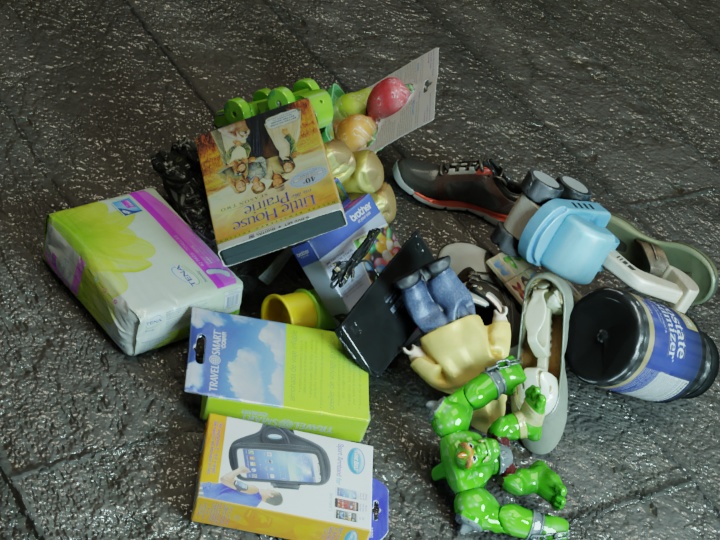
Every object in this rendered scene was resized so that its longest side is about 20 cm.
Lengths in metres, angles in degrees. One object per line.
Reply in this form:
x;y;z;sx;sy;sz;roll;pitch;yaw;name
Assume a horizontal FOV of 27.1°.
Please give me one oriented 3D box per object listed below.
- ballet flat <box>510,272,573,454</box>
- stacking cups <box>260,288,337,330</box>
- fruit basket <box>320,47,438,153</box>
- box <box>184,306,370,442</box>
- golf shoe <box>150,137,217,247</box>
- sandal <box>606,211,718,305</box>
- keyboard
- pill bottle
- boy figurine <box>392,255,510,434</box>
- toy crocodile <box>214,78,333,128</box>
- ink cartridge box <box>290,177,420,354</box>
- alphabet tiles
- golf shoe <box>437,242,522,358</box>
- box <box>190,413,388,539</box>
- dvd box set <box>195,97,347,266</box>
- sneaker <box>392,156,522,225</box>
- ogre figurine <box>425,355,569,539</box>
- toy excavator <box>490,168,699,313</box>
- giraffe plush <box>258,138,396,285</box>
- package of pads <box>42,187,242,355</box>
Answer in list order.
0.195;0.100;1.653;0.067;0.202;0.064;1;-13;25;ballet flat
-0.021;0.034;1.730;0.199;0.061;0.061;-17;49;-39;stacking cups
0.019;-0.193;1.936;0.199;0.094;0.186;-23;32;20;fruit basket
-0.090;0.111;1.602;0.198;0.048;0.122;10;46;-12;box
-0.176;-0.073;1.764;0.077;0.095;0.200;-25;44;-12;golf shoe
0.368;-0.009;1.938;0.200;0.080;0.057;26;32;26;sandal
0.023;0.018;1.662;0.128;0.021;0.200;57;41;-16;keyboard
0.328;0.092;1.721;0.199;0.112;0.112;17;28;-47;pill bottle
0.113;0.083;1.643;0.124;0.064;0.201;-28;92;-3;boy figurine
-0.112;-0.205;1.935;0.199;0.062;0.067;-6;14;41;toy crocodile
0.000;0.000;1.697;0.119;0.042;0.201;-38;99;-40;ink cartridge box
0.242;0.050;1.785;0.200;0.008;0.167;50;25;8;alphabet tiles
0.137;0.028;1.756;0.094;0.078;0.200;23;23;-45;golf shoe
-0.065;0.214;1.500;0.198;0.042;0.119;11;37;-7;box
-0.104;-0.102;1.682;0.145;0.029;0.201;-18;46;3;dvd box set
0.143;-0.124;1.979;0.199;0.082;0.077;17;37;-3;sneaker
0.140;0.197;1.560;0.119;0.202;0.098;-9;0;-17;ogre figurine
0.282;-0.018;1.773;0.194;0.100;0.200;3;35;-49;toy excavator
-0.080;-0.093;1.817;0.199;0.173;0.162;-36;43;-8;giraffe plush
-0.248;-0.002;1.671;0.154;0.069;0.200;-19;50;-39;package of pads
